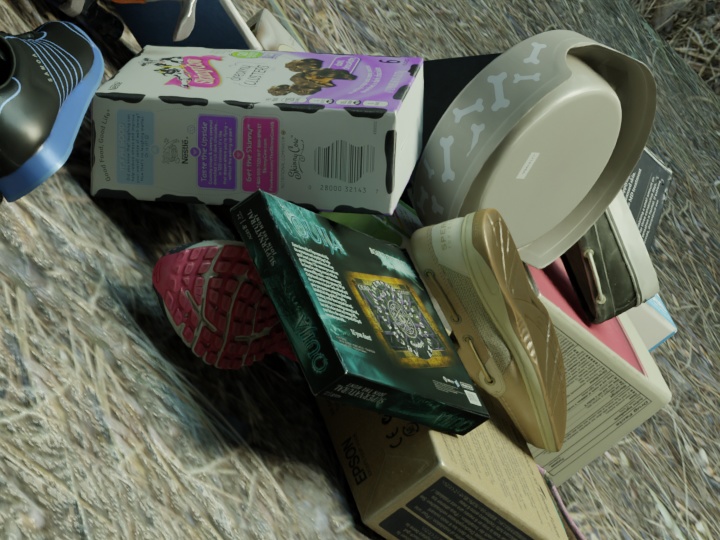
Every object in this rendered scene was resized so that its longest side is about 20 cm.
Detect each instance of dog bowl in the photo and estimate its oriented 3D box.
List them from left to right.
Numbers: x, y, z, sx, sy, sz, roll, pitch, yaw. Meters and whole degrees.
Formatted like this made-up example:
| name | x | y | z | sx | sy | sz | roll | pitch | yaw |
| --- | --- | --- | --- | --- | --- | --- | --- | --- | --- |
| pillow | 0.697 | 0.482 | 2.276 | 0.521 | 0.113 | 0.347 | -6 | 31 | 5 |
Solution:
| name | x | y | z | sx | sy | sz | roll | pitch | yaw |
| --- | --- | --- | --- | --- | --- | --- | --- | --- | --- |
| dog bowl | 0.119 | -0.082 | 1.743 | 0.059 | 0.200 | 0.200 | 42 | 10 | 28 |

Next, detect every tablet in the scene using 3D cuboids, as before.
| name | x | y | z | sx | sy | sz | roll | pitch | yaw |
| --- | --- | --- | --- | --- | --- | --- | --- | --- | --- |
| tablet | -0.157 | -0.226 | 1.749 | 0.130 | 0.014 | 0.200 | 6 | -42 | 45 |

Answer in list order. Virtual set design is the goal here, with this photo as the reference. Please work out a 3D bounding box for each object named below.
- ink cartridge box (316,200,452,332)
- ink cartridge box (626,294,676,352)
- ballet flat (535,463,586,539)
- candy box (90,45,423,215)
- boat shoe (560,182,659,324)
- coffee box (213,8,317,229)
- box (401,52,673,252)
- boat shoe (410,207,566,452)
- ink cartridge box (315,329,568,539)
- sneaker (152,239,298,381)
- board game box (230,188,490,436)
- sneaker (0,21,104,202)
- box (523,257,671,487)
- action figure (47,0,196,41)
| name | x | y | z | sx | sy | sz | roll | pitch | yaw |
| --- | --- | --- | --- | --- | --- | --- | --- | --- | --- |
| ink cartridge box | 0.000 | 0.000 | 1.759 | 0.200 | 0.104 | 0.059 | 34 | 23 | -45 |
| ink cartridge box | 0.165 | -0.005 | 2.174 | 0.125 | 0.128 | 0.200 | 37 | 22 | -42 |
| ballet flat | 0.143 | 0.223 | 1.755 | 0.200 | 0.069 | 0.071 | 65 | 2 | 40 |
| candy box | -0.065 | -0.096 | 1.635 | 0.168 | 0.199 | 0.072 | -67 | 159 | -72 |
| boat shoe | 0.156 | -0.057 | 1.858 | 0.201 | 0.063 | 0.071 | 64 | -13 | -3 |
| coffee box | -0.070 | -0.104 | 1.834 | 0.114 | 0.080 | 0.200 | 47 | 17 | -13 |
| box | 0.111 | -0.074 | 2.010 | 0.196 | 0.199 | 0.124 | 39 | 62 | -38 |
| boat shoe | 0.091 | 0.045 | 1.701 | 0.072 | 0.065 | 0.201 | -76 | 148 | -49 |
| ink cartridge box | 0.048 | 0.115 | 1.692 | 0.165 | 0.075 | 0.200 | 39 | 20 | -41 |
| sneaker | -0.078 | 0.019 | 1.583 | 0.074 | 0.081 | 0.200 | 27 | 3 | 28 |
| board game box | 0.002 | 0.030 | 1.556 | 0.200 | 0.028 | 0.136 | 22 | 38 | -59 |
| sneaker | -0.209 | -0.119 | 1.509 | 0.078 | 0.070 | 0.200 | 52 | 16 | -22 |
| box | 0.128 | 0.062 | 1.930 | 0.200 | 0.128 | 0.109 | 36 | 21 | -44 |
| action figure | -0.188 | -0.228 | 1.708 | 0.193 | 0.105 | 0.200 | 28 | -3 | 33 |
